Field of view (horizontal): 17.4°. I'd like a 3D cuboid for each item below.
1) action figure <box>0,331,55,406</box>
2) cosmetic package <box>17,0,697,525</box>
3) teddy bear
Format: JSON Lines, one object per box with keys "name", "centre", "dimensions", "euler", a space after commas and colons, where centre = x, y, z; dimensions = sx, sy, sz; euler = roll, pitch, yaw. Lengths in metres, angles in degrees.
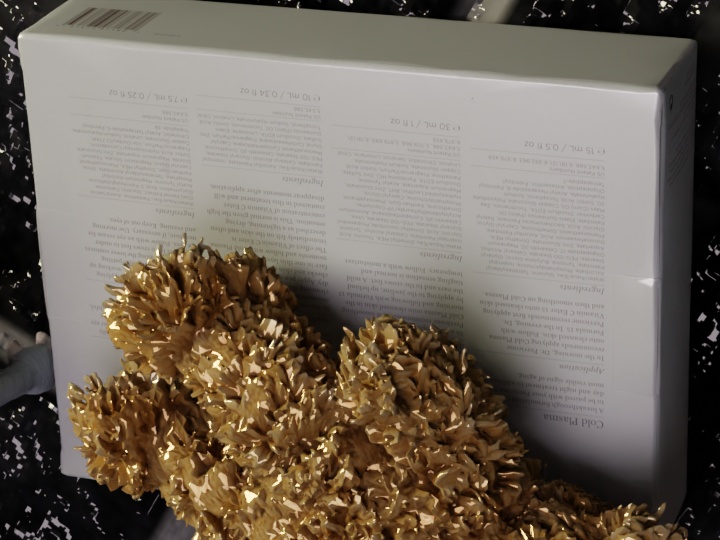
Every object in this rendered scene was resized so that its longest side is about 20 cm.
{"name": "action figure", "centre": [-0.188, 0.042, 0.764], "dimensions": [0.133, 0.149, 0.201], "euler": [27, 134, 16]}
{"name": "cosmetic package", "centre": [0.000, 0.000, 0.716], "dimensions": [0.198, 0.052, 0.152], "euler": [7, 114, 19]}
{"name": "teddy bear", "centre": [0.000, 0.071, 0.682], "dimensions": [0.200, 0.067, 0.145], "euler": [44, 125, -2]}
